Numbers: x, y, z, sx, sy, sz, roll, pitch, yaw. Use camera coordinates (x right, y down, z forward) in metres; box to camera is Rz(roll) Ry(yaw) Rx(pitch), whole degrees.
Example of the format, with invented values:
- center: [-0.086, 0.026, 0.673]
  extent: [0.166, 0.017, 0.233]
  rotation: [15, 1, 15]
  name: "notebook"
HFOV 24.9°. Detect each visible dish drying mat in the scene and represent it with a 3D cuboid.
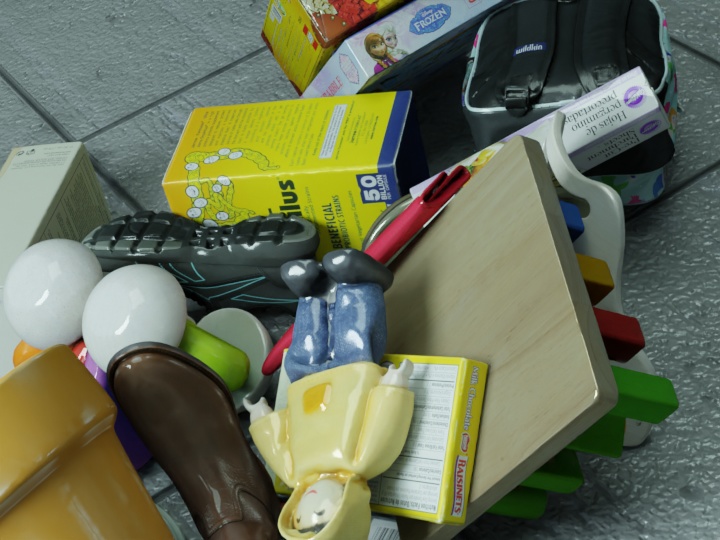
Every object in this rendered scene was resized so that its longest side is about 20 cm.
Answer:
- center: [0.000, 0.000, 1.155]
  extent: [0.200, 0.018, 0.077]
  rotation: [-45, 1, 35]
  name: "dish drying mat"

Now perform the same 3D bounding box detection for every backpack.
- center: [0.177, -0.147, 1.354]
  extent: [0.175, 0.152, 0.201]
  rotation: [-5, 41, 12]
  name: "backpack"

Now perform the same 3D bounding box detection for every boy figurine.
- center: [-0.023, 0.093, 1.034]
  extent: [0.123, 0.064, 0.202]
  rotation: [-9, 63, 28]
  name: "boy figurine"

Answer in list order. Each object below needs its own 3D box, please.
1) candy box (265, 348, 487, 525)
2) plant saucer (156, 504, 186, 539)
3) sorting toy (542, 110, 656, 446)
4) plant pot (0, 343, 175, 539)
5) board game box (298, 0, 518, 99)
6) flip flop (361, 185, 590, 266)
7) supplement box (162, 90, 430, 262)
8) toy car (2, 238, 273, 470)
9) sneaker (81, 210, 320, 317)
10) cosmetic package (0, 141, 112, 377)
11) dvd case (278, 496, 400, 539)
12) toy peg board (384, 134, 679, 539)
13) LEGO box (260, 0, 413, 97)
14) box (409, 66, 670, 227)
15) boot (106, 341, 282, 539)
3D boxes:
- center: [0.005, 0.106, 1.078]
  extent: [0.026, 0.103, 0.199]
  rotation: [12, -7, -36]
  name: "candy box"
- center: [-0.216, 0.212, 1.115]
  extent: [0.198, 0.051, 0.201]
  rotation: [-10, 38, 8]
  name: "plant saucer"
- center: [0.140, -0.008, 1.151]
  extent: [0.106, 0.182, 0.201]
  rotation: [-1, 34, -15]
  name: "sorting toy"
- center: [-0.194, 0.179, 0.985]
  extent: [0.184, 0.200, 0.200]
  rotation: [48, 59, 2]
  name: "plant pot"
- center: [0.045, -0.199, 1.456]
  extent: [0.199, 0.041, 0.199]
  rotation: [-32, -2, -22]
  name: "board game box"
- center: [0.097, -0.022, 1.286]
  extent: [0.198, 0.082, 0.058]
  rotation: [-5, 35, 3]
  name: "flip flop"
- center: [-0.049, -0.069, 1.366]
  extent: [0.198, 0.110, 0.110]
  rotation: [-3, 38, 15]
  name: "supplement box"
- center: [-0.175, 0.074, 1.210]
  extent: [0.199, 0.175, 0.151]
  rotation: [16, 81, 33]
  name: "toy car"
- center: [-0.130, 0.001, 1.313]
  extent: [0.198, 0.080, 0.076]
  rotation: [3, 29, 10]
  name: "sneaker"
- center: [-0.278, -0.009, 1.374]
  extent: [0.072, 0.104, 0.201]
  rotation: [-3, 37, 16]
  name: "cosmetic package"
- center: [-0.051, 0.232, 1.057]
  extent: [0.145, 0.022, 0.201]
  rotation: [6, 43, 25]
  name: "dvd case"
- center: [0.102, 0.058, 1.070]
  extent: [0.097, 0.200, 0.201]
  rotation: [14, 47, -33]
  name: "toy peg board"
- center: [-0.001, -0.242, 1.437]
  extent: [0.148, 0.078, 0.200]
  rotation: [-33, -3, -11]
  name: "LEGO box"
- center: [0.133, -0.084, 1.226]
  extent: [0.199, 0.041, 0.039]
  rotation: [-27, 63, 13]
  name: "box"
- center: [-0.084, 0.158, 0.998]
  extent: [0.064, 0.187, 0.201]
  rotation: [-32, 35, 9]
  name: "boot"
